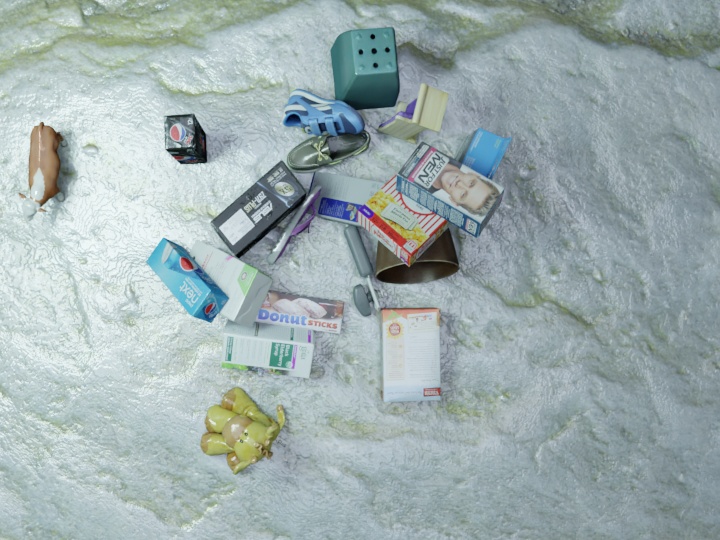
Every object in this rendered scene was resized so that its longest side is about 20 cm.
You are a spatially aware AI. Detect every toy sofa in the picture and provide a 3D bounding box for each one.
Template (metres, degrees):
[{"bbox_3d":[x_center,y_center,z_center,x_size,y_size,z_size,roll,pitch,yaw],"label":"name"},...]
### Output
[{"bbox_3d":[0.109,-0.337,1.604,0.095,0.200,0.085,17,88,-11],"label":"toy sofa"}]

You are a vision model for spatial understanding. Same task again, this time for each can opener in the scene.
[{"bbox_3d":[0.000,0.000,1.662,0.065,0.053,0.205,-17,91,-6],"label":"can opener"}]

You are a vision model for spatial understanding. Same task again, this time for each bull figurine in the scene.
[{"bbox_3d":[-0.654,-0.200,1.551,0.063,0.121,0.206,7,89,-6],"label":"bull figurine"}]

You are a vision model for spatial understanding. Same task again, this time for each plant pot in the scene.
[{"bbox_3d":[0.114,-0.093,1.628,0.181,0.187,0.206,-3,75,-7],"label":"plant pot"},{"bbox_3d":[0.018,-0.437,1.593,0.137,0.200,0.146,-6,90,-7],"label":"plant pot"}]

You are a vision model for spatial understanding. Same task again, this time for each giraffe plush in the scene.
[{"bbox_3d":[-0.239,0.353,1.576,0.194,0.162,0.178,14,88,-6],"label":"giraffe plush"}]

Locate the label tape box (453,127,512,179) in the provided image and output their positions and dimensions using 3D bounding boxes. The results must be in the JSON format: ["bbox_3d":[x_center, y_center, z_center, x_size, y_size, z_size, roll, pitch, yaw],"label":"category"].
[{"bbox_3d":[0.241,-0.226,1.618,0.062,0.200,0.147,27,86,-6],"label":"label tape box"}]

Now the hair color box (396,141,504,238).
[{"bbox_3d":[0.177,-0.163,1.490,0.197,0.061,0.101,32,67,16],"label":"hair color box"}]

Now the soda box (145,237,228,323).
[{"bbox_3d":[-0.362,0.019,1.556,0.199,0.064,0.068,42,96,32],"label":"soda box"}]

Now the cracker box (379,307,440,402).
[{"bbox_3d":[0.110,0.187,1.672,0.130,0.058,0.207,0,89,-6],"label":"cracker box"}]

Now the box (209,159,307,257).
[{"bbox_3d":[-0.213,-0.125,1.582,0.199,0.164,0.087,-42,94,-6],"label":"box"}]

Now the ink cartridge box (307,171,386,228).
[{"bbox_3d":[-0.029,-0.153,1.635,0.196,0.039,0.102,15,89,33],"label":"ink cartridge box"}]

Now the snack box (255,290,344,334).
[{"bbox_3d":[-0.136,0.091,1.659,0.194,0.024,0.074,8,90,-7],"label":"snack box"}]

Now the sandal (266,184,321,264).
[{"bbox_3d":[-0.134,-0.094,1.634,0.049,0.083,0.205,34,101,-6],"label":"sandal"}]

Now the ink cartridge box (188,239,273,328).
[{"bbox_3d":[-0.292,0.025,1.593,0.197,0.067,0.119,25,87,33],"label":"ink cartridge box"}]

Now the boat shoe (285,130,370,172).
[{"bbox_3d":[-0.071,-0.269,1.651,0.196,0.060,0.074,-17,91,-7],"label":"boat shoe"}]

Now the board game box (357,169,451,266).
[{"bbox_3d":[0.111,-0.128,1.533,0.151,0.047,0.200,39,68,18],"label":"board game box"}]

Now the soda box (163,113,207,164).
[{"bbox_3d":[-0.359,-0.267,1.547,0.061,0.200,0.073,-3,90,-5],"label":"soda box"}]

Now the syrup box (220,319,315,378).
[{"bbox_3d":[-0.198,0.168,1.616,0.194,0.082,0.081,8,108,-6],"label":"syrup box"}]

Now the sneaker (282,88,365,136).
[{"bbox_3d":[-0.081,-0.323,1.613,0.196,0.074,0.084,19,65,23],"label":"sneaker"}]
